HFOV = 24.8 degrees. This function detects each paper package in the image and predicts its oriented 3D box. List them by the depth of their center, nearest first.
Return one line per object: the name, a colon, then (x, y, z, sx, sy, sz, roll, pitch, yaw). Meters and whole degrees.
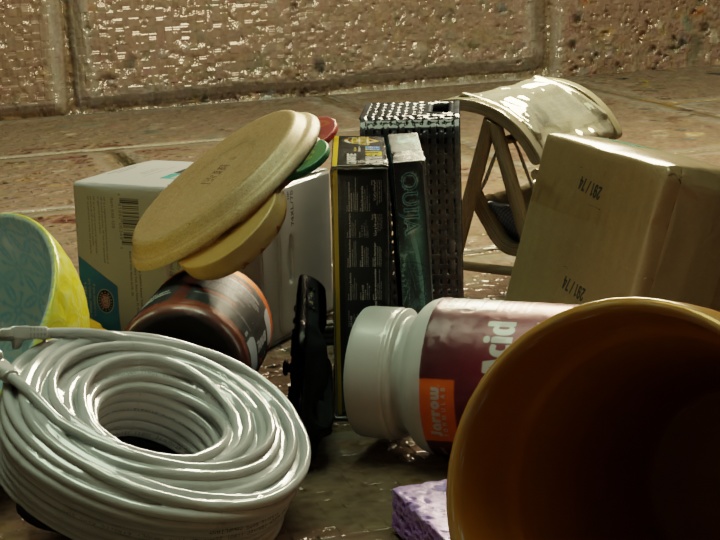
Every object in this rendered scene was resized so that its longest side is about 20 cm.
paper package: (0.213, -0.003, 1.299, 0.103, 0.191, 0.200, 12, 6, -22)

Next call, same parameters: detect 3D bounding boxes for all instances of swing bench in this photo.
swing bench: (0.179, -0.092, 1.687, 0.130, 0.201, 0.199, 6, 16, 32)

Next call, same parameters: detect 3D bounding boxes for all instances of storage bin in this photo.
storage bin: (0.050, -0.054, 1.541, 0.094, 0.201, 0.135, 0, 13, 4)

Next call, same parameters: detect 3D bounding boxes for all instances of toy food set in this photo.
toy food set: (-0.104, -0.062, 1.343, 0.200, 0.049, 0.198, -12, 32, 53)

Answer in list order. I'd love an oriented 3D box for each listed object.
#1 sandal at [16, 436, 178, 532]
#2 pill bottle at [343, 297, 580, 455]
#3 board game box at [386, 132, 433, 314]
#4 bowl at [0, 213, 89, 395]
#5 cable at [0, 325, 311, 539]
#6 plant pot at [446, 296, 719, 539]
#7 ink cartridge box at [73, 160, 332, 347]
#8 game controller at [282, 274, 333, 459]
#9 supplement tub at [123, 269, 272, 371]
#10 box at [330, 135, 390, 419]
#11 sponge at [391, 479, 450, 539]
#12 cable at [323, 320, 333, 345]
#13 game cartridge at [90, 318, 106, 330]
sandal: (-0.150, 0.138, 1.107, 0.076, 0.043, 0.200, 28, 26, 24)
pill bottle: (0.096, 0.077, 1.165, 0.200, 0.114, 0.114, 2, 14, 20)
board game box: (0.042, -0.002, 1.318, 0.028, 0.201, 0.135, -4, 14, 0)
bowl: (-0.266, 0.069, 1.195, 0.200, 0.200, 0.108, 10, -25, 42)
cable: (-0.133, 0.110, 1.042, 0.200, 0.069, 0.200, 1, 30, -35)
plant pot: (0.175, 0.117, 0.860, 0.200, 0.201, 0.183, 6, 0, 32)
ink cartridge box: (-0.145, -0.020, 1.551, 0.200, 0.147, 0.146, 5, 14, 25)
game controller: (-0.043, 0.070, 1.239, 0.042, 0.105, 0.200, -5, 13, -1)
supplement tub: (-0.127, 0.055, 1.313, 0.107, 0.107, 0.200, -1, 13, 5)
box: (0.000, 0.000, 1.323, 0.049, 0.201, 0.160, 0, 14, 1)
sponge: (0.129, 0.152, 1.027, 0.200, 0.030, 0.112, -6, 14, -19)
cable: (0.049, 0.043, 1.457, 0.200, 0.050, 0.097, 5, 17, 26)
game cartridge: (-0.300, 0.075, 1.426, 0.176, 0.033, 0.200, -9, 16, -29)
